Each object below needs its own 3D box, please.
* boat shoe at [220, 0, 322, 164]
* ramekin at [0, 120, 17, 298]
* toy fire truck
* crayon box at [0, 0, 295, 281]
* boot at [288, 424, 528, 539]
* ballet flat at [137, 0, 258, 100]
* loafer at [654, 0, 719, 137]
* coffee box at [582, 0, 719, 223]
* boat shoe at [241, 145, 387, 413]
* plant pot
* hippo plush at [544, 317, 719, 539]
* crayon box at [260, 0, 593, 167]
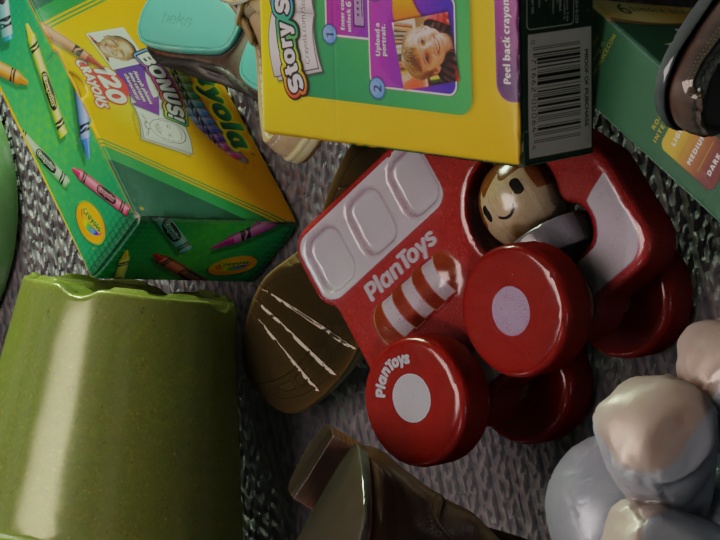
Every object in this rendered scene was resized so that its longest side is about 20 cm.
[{"bbox_3d":[-0.046,-0.152,1.579,0.072,0.065,0.200,144,131,-57],"label":"boat shoe"},{"bbox_3d":[-0.322,-0.038,1.969,0.200,0.098,0.200,-2,88,48],"label":"ramekin"},{"bbox_3d":[0.062,-0.005,1.521,0.200,0.112,0.168,-44,67,36],"label":"toy fire truck"},{"bbox_3d":[-0.134,-0.086,1.750,0.058,0.119,0.200,-50,55,34],"label":"crayon box"},{"bbox_3d":[0.064,0.154,1.437,0.064,0.200,0.186,-56,10,11],"label":"boot"},{"bbox_3d":[-0.048,-0.126,1.694,0.200,0.068,0.068,24,89,52],"label":"ballet flat"},{"bbox_3d":[0.215,-0.123,1.331,0.063,0.200,0.072,30,149,36],"label":"loafer"},{"bbox_3d":[0.193,-0.056,1.389,0.200,0.123,0.044,47,123,39],"label":"coffee box"},{"bbox_3d":[-0.001,-0.002,1.657,0.073,0.063,0.201,41,126,21],"label":"boat shoe"},{"bbox_3d":[-0.141,0.101,1.699,0.200,0.200,0.190,9,92,47],"label":"plant pot"},{"bbox_3d":[0.177,0.103,1.408,0.159,0.200,0.161,-71,15,-8],"label":"hippo plush"},{"bbox_3d":[0.028,-0.158,1.419,0.172,0.058,0.200,11,106,44],"label":"crayon box"}]
